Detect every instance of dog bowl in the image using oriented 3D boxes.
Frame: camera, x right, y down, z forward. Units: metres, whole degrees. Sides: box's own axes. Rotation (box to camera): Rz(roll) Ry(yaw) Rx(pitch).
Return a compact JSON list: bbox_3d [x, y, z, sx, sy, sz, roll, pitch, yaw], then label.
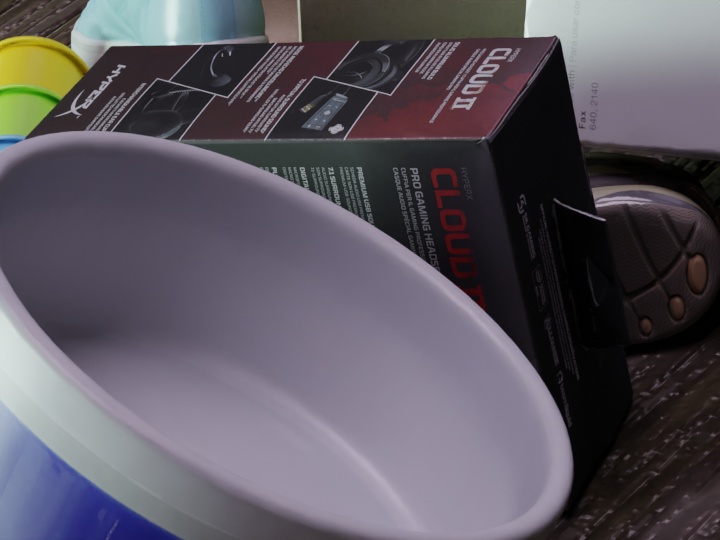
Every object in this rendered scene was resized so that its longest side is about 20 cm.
[{"bbox_3d":[-0.041,0.047,0.869,0.199,0.079,0.200,24,24,-12],"label":"dog bowl"}]

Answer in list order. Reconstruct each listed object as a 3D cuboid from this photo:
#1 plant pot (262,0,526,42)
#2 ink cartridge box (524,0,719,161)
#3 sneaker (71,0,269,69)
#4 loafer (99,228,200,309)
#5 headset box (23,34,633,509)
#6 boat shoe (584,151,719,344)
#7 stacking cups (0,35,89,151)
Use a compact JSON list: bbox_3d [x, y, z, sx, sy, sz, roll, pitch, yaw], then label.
[{"bbox_3d":[0.057,-0.149,1.229,0.199,0.188,0.188,-7,30,-8],"label":"plant pot"},{"bbox_3d":[0.180,-0.081,1.080,0.199,0.086,0.146,9,9,33],"label":"ink cartridge box"},{"bbox_3d":[-0.083,-0.125,1.289,0.073,0.082,0.200,-6,8,-21],"label":"sneaker"},{"bbox_3d":[-0.138,0.010,1.003,0.199,0.070,0.070,-19,47,17],"label":"loafer"},{"bbox_3d":[0.000,0.000,1.020,0.199,0.150,0.077,2,33,26],"label":"headset box"},{"bbox_3d":[0.041,-0.008,1.104,0.199,0.075,0.073,2,24,13],"label":"boat shoe"},{"bbox_3d":[-0.146,-0.021,1.224,0.060,0.061,0.200,-12,36,7],"label":"stacking cups"}]
